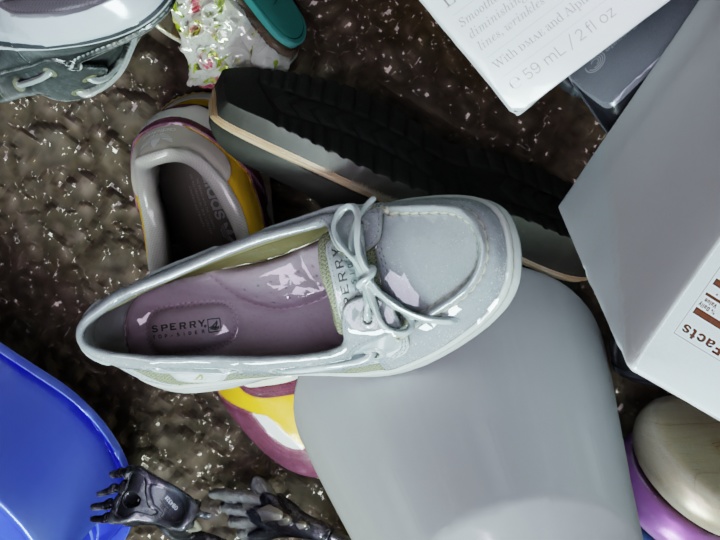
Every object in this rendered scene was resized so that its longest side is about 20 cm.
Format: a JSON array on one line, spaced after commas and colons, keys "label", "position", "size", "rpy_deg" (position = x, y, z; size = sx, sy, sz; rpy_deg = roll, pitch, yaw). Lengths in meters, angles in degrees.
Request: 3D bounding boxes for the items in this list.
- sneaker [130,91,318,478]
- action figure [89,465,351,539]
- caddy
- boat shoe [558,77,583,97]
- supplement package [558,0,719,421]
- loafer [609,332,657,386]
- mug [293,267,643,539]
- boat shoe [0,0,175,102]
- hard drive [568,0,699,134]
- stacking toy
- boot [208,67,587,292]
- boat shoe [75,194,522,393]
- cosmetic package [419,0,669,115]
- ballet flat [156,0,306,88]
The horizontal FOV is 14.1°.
[{"label": "sneaker", "position": [-0.059, 0.018, 1.376], "size": [0.075, 0.090, 0.201], "rpy_deg": [-21, 103, 18]}, {"label": "action figure", "position": [-0.055, 0.157, 1.418], "size": [0.200, 0.102, 0.119], "rpy_deg": [27, 79, -38]}, {"label": "caddy", "position": [-0.207, 0.089, 1.430], "size": [0.200, 0.105, 0.141], "rpy_deg": [34, 135, -1]}, {"label": "boat shoe", "position": [0.134, -0.168, 1.283], "size": [0.075, 0.060, 0.201], "rpy_deg": [17, 112, 6]}, {"label": "supplement package", "position": [0.205, -0.041, 1.168], "size": [0.147, 0.191, 0.200], "rpy_deg": [30, 105, -14]}, {"label": "loafer", "position": [0.211, 0.013, 1.330], "size": [0.200, 0.068, 0.071], "rpy_deg": [-8, 99, 10]}, {"label": "mug", "position": [0.068, 0.111, 1.317], "size": [0.149, 0.153, 0.187], "rpy_deg": [-33, 132, 14]}, {"label": "boat shoe", "position": [-0.132, -0.115, 1.327], "size": [0.071, 0.072, 0.200], "rpy_deg": [49, 156, -25]}, {"label": "hard drive", "position": [0.206, -0.092, 1.274], "size": [0.200, 0.042, 0.135], "rpy_deg": [-34, 109, 7]}, {"label": "stacking toy", "position": [0.121, 0.156, 1.399], "size": [0.085, 0.085, 0.200], "rpy_deg": [34, 120, -1]}, {"label": "boot", "position": [0.000, 0.000, 1.347], "size": [0.199, 0.078, 0.139], "rpy_deg": [24, 118, -14]}, {"label": "boat shoe", "position": [-0.027, 0.012, 1.267], "size": [0.201, 0.065, 0.075], "rpy_deg": [-10, 83, 25]}, {"label": "cosmetic package", "position": [0.043, -0.178, 1.225], "size": [0.102, 0.074, 0.200], "rpy_deg": [-38, 102, 20]}, {"label": "ballet flat", "position": [-0.099, -0.166, 1.332], "size": [0.064, 0.076, 0.200], "rpy_deg": [-26, 99, 27]}]
